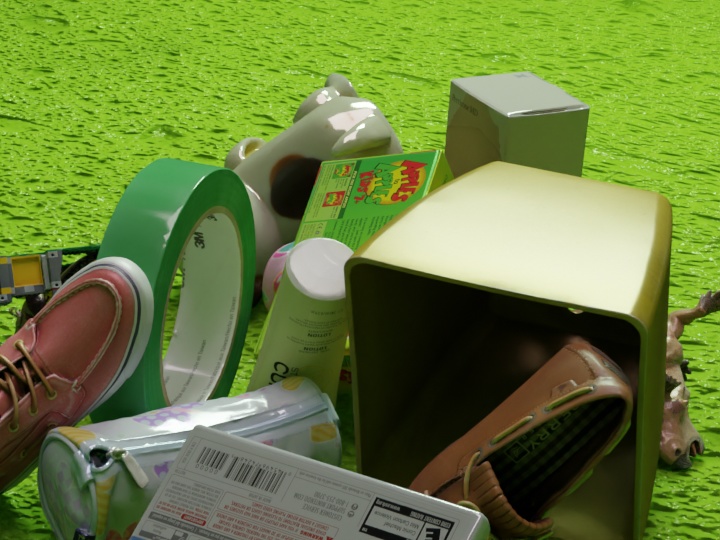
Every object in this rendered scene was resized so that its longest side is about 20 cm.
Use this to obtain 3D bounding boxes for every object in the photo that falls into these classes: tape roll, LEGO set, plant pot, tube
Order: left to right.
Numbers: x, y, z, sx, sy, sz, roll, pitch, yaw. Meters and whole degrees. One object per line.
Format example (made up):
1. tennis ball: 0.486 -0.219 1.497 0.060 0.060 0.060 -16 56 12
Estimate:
1. LEGO set: -0.247 0.052 1.584 0.198 0.117 0.153 -5 -6 -30
2. tape roll: -0.128 0.025 1.496 0.048 0.202 0.200 10 23 17
3. tube: -0.038 0.057 1.478 0.058 0.201 0.052 33 54 11
4. plant pot: 0.118 0.040 1.450 0.198 0.201 0.177 12 39 20

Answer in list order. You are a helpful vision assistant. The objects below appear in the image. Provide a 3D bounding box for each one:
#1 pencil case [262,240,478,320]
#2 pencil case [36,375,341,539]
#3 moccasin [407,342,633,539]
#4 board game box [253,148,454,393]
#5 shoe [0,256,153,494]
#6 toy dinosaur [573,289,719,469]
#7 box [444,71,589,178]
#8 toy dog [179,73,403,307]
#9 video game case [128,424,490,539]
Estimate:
1. pencil case: 0.012 0.037 1.647 0.087 0.088 0.199 -13 27 -36
2. pencil case: -0.109 0.123 1.405 0.199 0.091 0.083 -10 48 -35
3. moccasin: 0.088 0.135 1.309 0.201 0.074 0.078 -41 22 10
4. board game box: 0.000 0.000 1.593 0.101 0.048 0.201 -5 44 23
5. shoe: -0.212 0.076 1.378 0.072 0.200 0.091 46 22 11
6. toy dinosaur: 0.185 0.066 1.617 0.199 0.087 0.135 16 32 41
7. box: 0.115 -0.046 1.709 0.077 0.202 0.095 -8 25 -27
8. toy dog: -0.058 -0.048 1.763 0.199 0.140 0.194 -33 9 -7
9. video game case: -0.052 0.188 1.211 0.199 0.022 0.183 15 61 29
